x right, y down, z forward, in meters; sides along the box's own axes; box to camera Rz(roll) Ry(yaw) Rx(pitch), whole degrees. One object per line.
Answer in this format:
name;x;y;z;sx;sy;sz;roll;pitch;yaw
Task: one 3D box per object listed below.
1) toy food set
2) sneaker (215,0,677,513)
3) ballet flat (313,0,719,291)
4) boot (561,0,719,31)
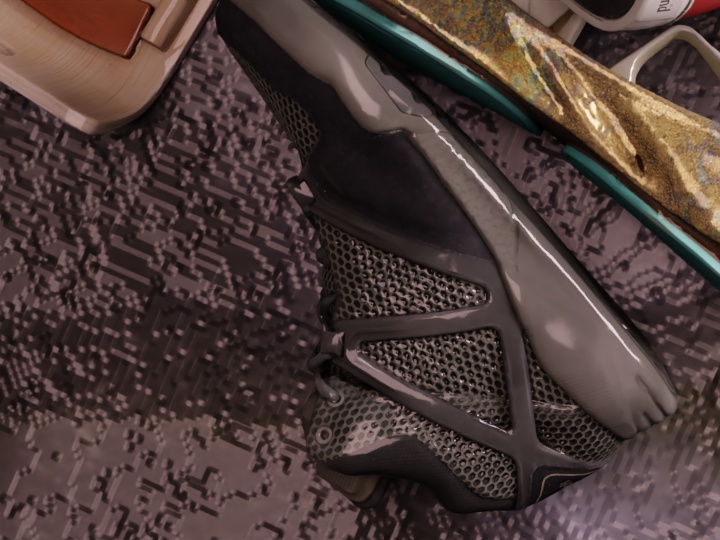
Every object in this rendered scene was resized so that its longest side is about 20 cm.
toy food set;-0.098;-0.166;0.933;0.143;0.060;0.200;31;91;17
sneaker;0.000;0.000;0.861;0.114;0.076;0.199;-39;96;6
ballet flat;0.075;-0.063;0.872;0.200;0.071;0.071;36;92;11
boot;0.099;-0.149;0.883;0.144;0.072;0.200;-13;40;-27
